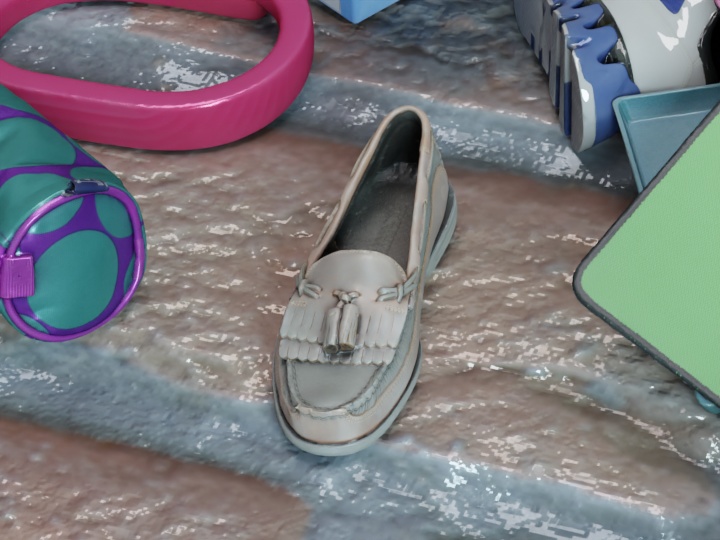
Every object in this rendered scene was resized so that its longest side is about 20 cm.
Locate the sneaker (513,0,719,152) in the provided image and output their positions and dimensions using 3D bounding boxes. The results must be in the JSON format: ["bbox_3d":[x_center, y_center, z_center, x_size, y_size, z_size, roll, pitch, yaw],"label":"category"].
[{"bbox_3d":[0.147,-0.143,1.491,0.114,0.081,0.200,-6,46,-8],"label":"sneaker"}]

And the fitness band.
[{"bbox_3d":[-0.121,-0.124,1.517,0.199,0.038,0.144,9,42,18],"label":"fitness band"}]

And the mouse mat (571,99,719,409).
[{"bbox_3d":[0.215,-0.018,1.295,0.161,0.008,0.200,38,74,17],"label":"mouse mat"}]

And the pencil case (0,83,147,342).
[{"bbox_3d":[-0.191,-0.048,1.394,0.092,0.086,0.200,-1,28,-44],"label":"pencil case"}]

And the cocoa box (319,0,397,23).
[{"bbox_3d":[0.027,-0.255,1.582,0.199,0.134,0.131,-31,48,-28],"label":"cocoa box"}]

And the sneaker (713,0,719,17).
[{"bbox_3d":[0.221,-0.097,1.400,0.079,0.096,0.201,-11,53,4],"label":"sneaker"}]

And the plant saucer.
[{"bbox_3d":[0.173,-0.012,1.348,0.069,0.019,0.201,-8,49,-4],"label":"plant saucer"}]

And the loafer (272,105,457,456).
[{"bbox_3d":[0.000,0.000,1.335,0.071,0.063,0.200,5,41,13],"label":"loafer"}]
